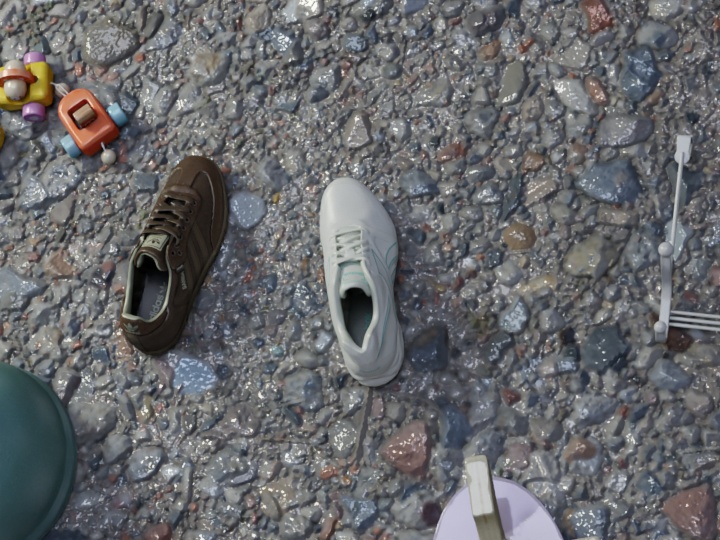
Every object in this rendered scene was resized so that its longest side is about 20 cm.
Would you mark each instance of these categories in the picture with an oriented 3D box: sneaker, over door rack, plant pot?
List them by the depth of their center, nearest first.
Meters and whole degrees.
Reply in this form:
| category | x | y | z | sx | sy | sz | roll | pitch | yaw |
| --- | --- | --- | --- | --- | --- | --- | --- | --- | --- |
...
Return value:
| category | x | y | z | sx | sy | sz | roll | pitch | yaw |
| --- | --- | --- | --- | --- | --- | --- | --- | --- | --- |
| over door rack | 0.341 | -0.029 | 1.618 | 0.147 | 0.067 | 0.201 | 6 | 73 | 12 |
| plant pot | -0.374 | 0.162 | 1.656 | 0.199 | 0.134 | 0.202 | -4 | 71 | 10 |
| sneaker | 0.000 | 0.000 | 1.668 | 0.070 | 0.080 | 0.201 | -14 | 68 | 8 |
| sneaker | -0.175 | -0.022 | 1.711 | 0.070 | 0.076 | 0.201 | 8 | 74 | 14 |

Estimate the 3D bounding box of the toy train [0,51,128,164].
| category | x | y | z | sx | sy | sz | roll | pitch | yaw |
| --- | --- | --- | --- | --- | --- | --- | --- | --- | --- |
| toy train | -0.338 | -0.139 | 1.794 | 0.199 | 0.056 | 0.151 | -31 | 68 | -1 |

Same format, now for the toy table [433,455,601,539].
| category | x | y | z | sx | sy | sz | roll | pitch | yaw |
| --- | --- | --- | --- | --- | --- | --- | --- | --- | --- |
| toy table | 0.117 | 0.262 | 1.535 | 0.183 | 0.117 | 0.201 | -21 | 68 | 3 |
